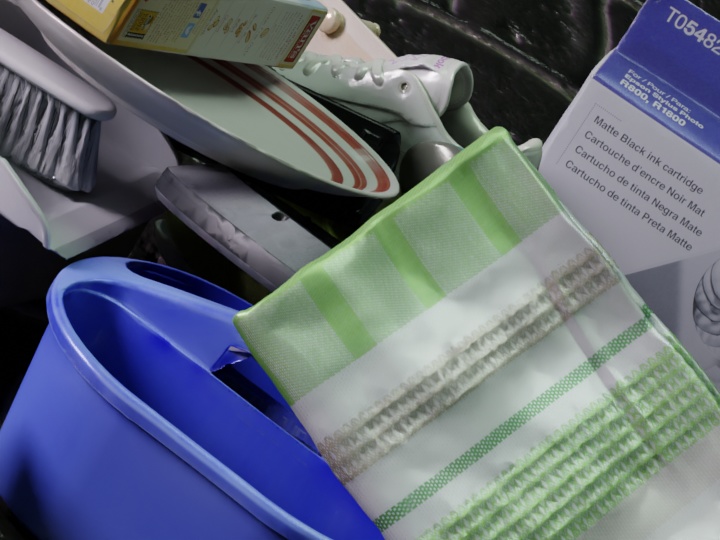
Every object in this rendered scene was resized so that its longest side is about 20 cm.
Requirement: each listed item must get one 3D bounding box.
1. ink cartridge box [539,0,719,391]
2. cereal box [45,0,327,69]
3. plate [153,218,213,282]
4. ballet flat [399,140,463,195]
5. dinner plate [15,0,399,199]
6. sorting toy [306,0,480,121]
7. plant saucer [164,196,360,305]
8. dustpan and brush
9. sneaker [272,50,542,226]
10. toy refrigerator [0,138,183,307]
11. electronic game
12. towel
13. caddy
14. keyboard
[{"bbox_3d":[0.187,-0.021,1.422,0.199,0.200,0.041,33,21,5],"label":"ink cartridge box"},{"bbox_3d":[-0.110,-0.142,1.112,0.144,0.040,0.200,36,12,16],"label":"cereal box"},{"bbox_3d":[0.013,0.042,1.273,0.200,0.032,0.200,42,23,23],"label":"plate"},{"bbox_3d":[0.070,0.034,1.186,0.064,0.067,0.200,-37,97,-44],"label":"ballet flat"},{"bbox_3d":[-0.073,-0.079,1.103,0.200,0.024,0.200,30,12,-7],"label":"dinner plate"},{"bbox_3d":[0.011,-0.089,1.484,0.180,0.107,0.200,19,23,-48],"label":"sorting toy"},{"bbox_3d":[0.000,0.000,1.263,0.200,0.031,0.200,27,22,-11],"label":"plant saucer"},{"bbox_3d":[-0.163,-0.096,1.082,0.200,0.057,0.140,35,21,8],"label":"dustpan and brush"},{"bbox_3d":[-0.001,-0.079,1.257,0.200,0.100,0.075,33,24,8],"label":"sneaker"},{"bbox_3d":[-0.168,-0.032,1.126,0.070,0.076,0.200,39,22,17],"label":"toy refrigerator"},{"bbox_3d":[-0.002,0.019,1.084,0.200,0.042,0.200,36,2,-2],"label":"electronic game"},{"bbox_3d":[0.065,0.058,0.978,0.149,0.031,0.200,-36,87,-28],"label":"towel"},{"bbox_3d":[-0.045,0.072,1.020,0.200,0.105,0.141,37,22,11],"label":"caddy"},{"bbox_3d":[-0.075,-0.076,1.199,0.200,0.040,0.104,26,39,8],"label":"keyboard"}]
